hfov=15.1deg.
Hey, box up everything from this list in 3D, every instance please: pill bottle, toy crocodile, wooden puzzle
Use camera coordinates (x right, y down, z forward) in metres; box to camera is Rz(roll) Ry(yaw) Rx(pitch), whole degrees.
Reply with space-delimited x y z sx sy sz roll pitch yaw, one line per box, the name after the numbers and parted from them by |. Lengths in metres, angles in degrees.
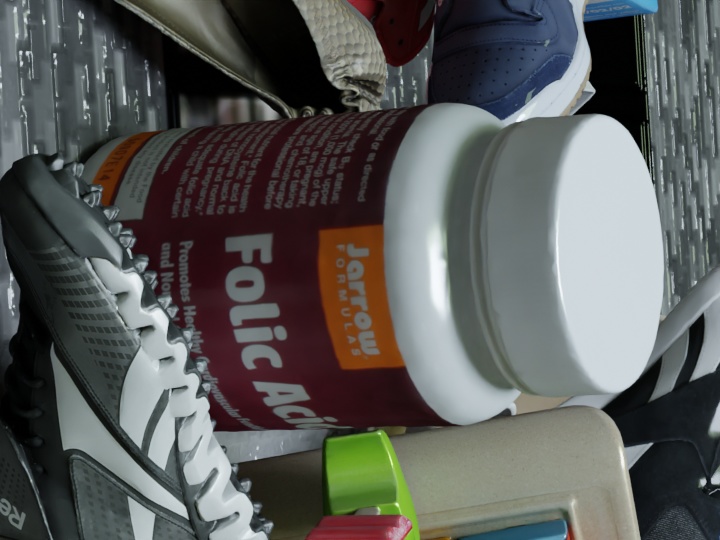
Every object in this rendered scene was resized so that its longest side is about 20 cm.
0.000 0.000 0.978 0.114 0.199 0.115 13 76 -60 | pill bottle
-0.009 0.124 0.919 0.200 0.067 0.062 -63 147 -60 | toy crocodile
0.023 0.163 1.026 0.037 0.184 0.202 -71 150 -78 | wooden puzzle

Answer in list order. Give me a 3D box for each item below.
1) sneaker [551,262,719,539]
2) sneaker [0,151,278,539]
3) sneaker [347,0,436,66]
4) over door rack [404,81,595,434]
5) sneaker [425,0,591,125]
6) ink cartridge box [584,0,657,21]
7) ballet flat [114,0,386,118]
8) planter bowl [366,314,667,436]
0.149 0.073 1.079 0.200 0.112 0.073 -39 153 -6 | sneaker
-0.094 0.050 0.911 0.067 0.090 0.201 53 -12 45 | sneaker
-0.011 -0.128 1.103 0.200 0.078 0.116 -31 113 -58 | sneaker
0.052 0.001 1.133 0.199 0.067 0.148 -12 63 -44 | over door rack
0.057 -0.142 1.115 0.109 0.070 0.201 65 33 -37 | sneaker
0.073 -0.193 1.275 0.200 0.067 0.116 14 74 -60 | ink cartridge box
-0.054 -0.102 1.010 0.200 0.067 0.047 37 36 -47 | ballet flat
0.095 0.131 1.180 0.135 0.199 0.201 96 15 -46 | planter bowl
